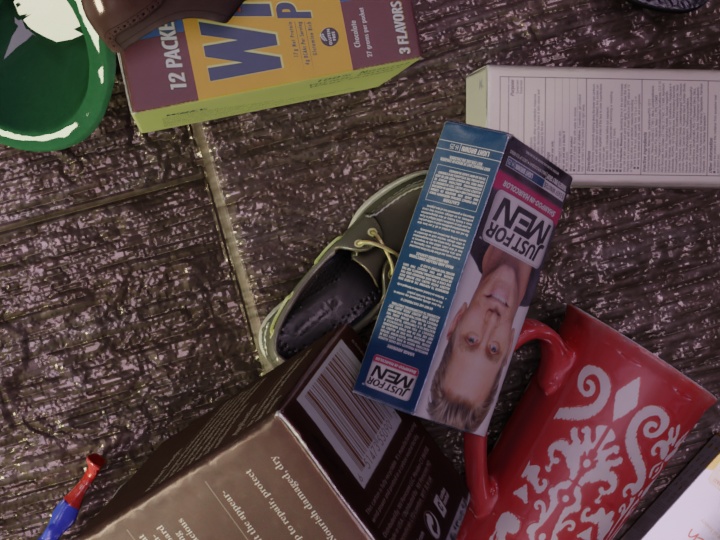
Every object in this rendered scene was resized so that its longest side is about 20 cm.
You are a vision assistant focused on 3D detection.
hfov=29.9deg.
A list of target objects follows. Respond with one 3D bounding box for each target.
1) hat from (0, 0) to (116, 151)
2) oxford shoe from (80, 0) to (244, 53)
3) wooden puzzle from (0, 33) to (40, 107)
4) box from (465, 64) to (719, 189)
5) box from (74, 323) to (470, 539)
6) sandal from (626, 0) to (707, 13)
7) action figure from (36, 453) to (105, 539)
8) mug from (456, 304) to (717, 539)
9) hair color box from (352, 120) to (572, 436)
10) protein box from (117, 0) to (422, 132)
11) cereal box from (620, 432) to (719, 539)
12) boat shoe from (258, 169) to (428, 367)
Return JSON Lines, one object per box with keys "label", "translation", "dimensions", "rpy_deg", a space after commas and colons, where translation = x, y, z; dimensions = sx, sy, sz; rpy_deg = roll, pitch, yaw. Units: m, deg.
{"label": "hat", "translation": [-0.218, -0.215, 0.994], "dimensions": [0.165, 0.176, 0.201], "rpy_deg": [21, 129, 7]}
{"label": "oxford shoe", "translation": [-0.081, -0.199, 0.836], "dimensions": [0.199, 0.071, 0.073], "rpy_deg": [-24, 123, -9]}
{"label": "wooden puzzle", "translation": [-0.301, -0.214, 1.017], "dimensions": [0.184, 0.037, 0.202], "rpy_deg": [-13, 89, -7]}
{"label": "box", "translation": [0.186, -0.111, 1.059], "dimensions": [0.198, 0.078, 0.096], "rpy_deg": [2, 93, -7]}
{"label": "box", "translation": [-0.057, 0.176, 0.961], "dimensions": [0.199, 0.166, 0.165], "rpy_deg": [-34, 97, 24]}
{"label": "sandal", "translation": [0.185, -0.257, 1.077], "dimensions": [0.199, 0.045, 0.076], "rpy_deg": [19, 84, 7]}
{"label": "action figure", "translation": [-0.244, 0.239, 1.011], "dimensions": [0.065, 0.099, 0.201], "rpy_deg": [36, 90, -6]}
{"label": "mug", "translation": [0.147, 0.135, 1.046], "dimensions": [0.177, 0.133, 0.201], "rpy_deg": [32, 92, 0]}
{"label": "hair color box", "translation": [0.075, 0.008, 0.951], "dimensions": [0.100, 0.060, 0.201], "rpy_deg": [23, 86, -51]}
{"label": "protein box", "translation": [-0.078, -0.188, 0.961], "dimensions": [0.197, 0.200, 0.136], "rpy_deg": [-12, 94, -7]}
{"label": "cereal box", "translation": [0.281, 0.255, 1.105], "dimensions": [0.144, 0.040, 0.200], "rpy_deg": [43, 87, -7]}
{"label": "boat shoe", "translation": [0.002, 0.002, 1.049], "dimensions": [0.072, 0.060, 0.202], "rpy_deg": [45, 86, -6]}
